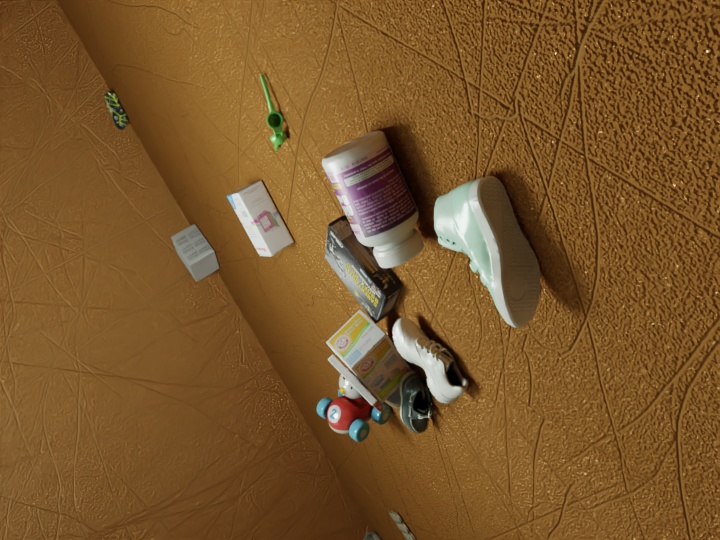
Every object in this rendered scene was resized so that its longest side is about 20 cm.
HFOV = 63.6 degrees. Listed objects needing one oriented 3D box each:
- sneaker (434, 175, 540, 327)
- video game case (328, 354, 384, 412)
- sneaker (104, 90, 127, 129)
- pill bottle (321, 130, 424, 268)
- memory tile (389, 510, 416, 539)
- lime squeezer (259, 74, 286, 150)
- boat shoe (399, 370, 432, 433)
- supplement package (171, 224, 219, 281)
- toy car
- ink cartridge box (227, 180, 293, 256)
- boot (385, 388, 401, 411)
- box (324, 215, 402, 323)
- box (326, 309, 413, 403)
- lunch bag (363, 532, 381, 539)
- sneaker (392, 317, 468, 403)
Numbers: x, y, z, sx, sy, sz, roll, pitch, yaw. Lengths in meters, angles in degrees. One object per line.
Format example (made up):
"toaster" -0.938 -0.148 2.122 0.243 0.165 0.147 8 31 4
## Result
"sneaker" 0.166 -0.021 0.784 0.118 0.073 0.202 -6 105 61
"video game case" -0.006 0.266 1.346 0.143 0.017 0.200 43 172 17
"sneaker" -1.269 -0.837 3.022 0.076 0.075 0.202 42 146 55
"pill bottle" 0.026 -0.110 0.932 0.112 0.112 0.201 11 130 64
"memory tile" 0.201 1.154 2.568 0.201 0.017 0.153 53 160 11
"lime squeezer" -0.182 -0.319 1.252 0.201 0.037 0.071 85 177 -54
"boat shoe" 0.138 0.331 1.394 0.062 0.072 0.201 40 149 49
"supplement package" -0.863 -0.091 3.042 0.200 0.146 0.192 50 159 19
"toy car" -0.028 0.362 1.723 0.184 0.176 0.202 21 128 43
"ink cartridge box" -0.289 -0.147 1.676 0.201 0.084 0.144 64 160 -15
"boot" 0.061 0.323 1.579 0.200 0.074 0.076 34 160 45
"box" 0.000 0.000 1.257 0.200 0.048 0.159 52 160 16
"box" 0.024 0.200 1.338 0.101 0.112 0.200 40 169 40
"lunch bag" 0.088 1.676 3.470 0.201 0.138 0.168 79 167 -46
"sneaker" 0.145 0.170 1.162 0.200 0.074 0.087 49 148 5
